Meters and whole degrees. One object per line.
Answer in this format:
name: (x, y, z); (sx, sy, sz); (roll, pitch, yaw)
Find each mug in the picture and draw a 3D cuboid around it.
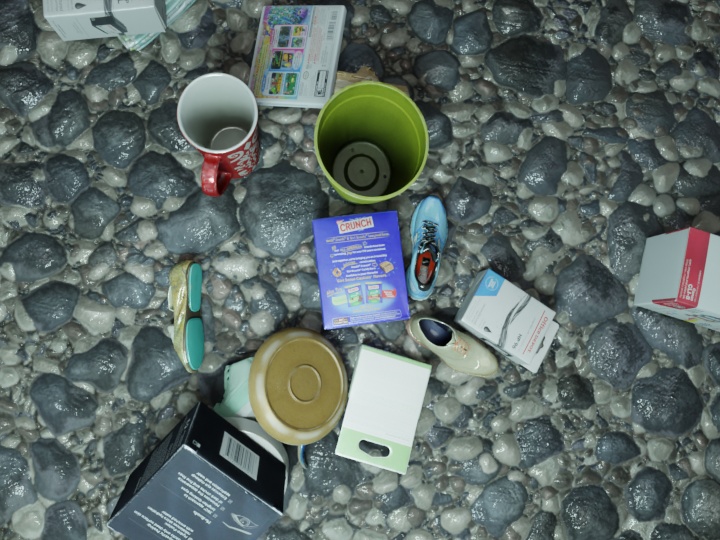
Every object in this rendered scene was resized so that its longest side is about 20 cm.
mug: (-0.255, -0.229, 1.026); (0.132, 0.200, 0.179); (37, 82, -1)

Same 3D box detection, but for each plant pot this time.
plant pot: (0.011, -0.206, 1.052); (0.194, 0.193, 0.207); (1, 83, -5)
plant pot: (-0.102, 0.200, 1.007); (0.195, 0.027, 0.206); (9, 73, -29)

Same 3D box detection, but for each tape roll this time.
tape roll: (-0.223, 0.354, 1.001); (0.196, 0.037, 0.209); (-1, 111, -3)

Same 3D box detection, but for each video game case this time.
video game case: (-0.127, -0.421, 1.120); (0.177, 0.024, 0.206); (7, 83, 17)

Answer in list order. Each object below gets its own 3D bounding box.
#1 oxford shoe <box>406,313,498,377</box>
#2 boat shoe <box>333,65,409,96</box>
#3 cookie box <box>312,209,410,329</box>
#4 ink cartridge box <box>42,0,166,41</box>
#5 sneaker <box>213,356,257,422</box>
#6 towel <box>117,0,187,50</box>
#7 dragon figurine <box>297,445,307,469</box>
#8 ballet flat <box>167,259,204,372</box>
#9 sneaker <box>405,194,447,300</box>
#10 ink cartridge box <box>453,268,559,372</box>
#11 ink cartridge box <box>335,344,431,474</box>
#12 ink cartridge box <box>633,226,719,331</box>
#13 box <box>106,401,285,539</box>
oxford shoe: (0.179, 0.148, 1.088); (0.196, 0.074, 0.072); (26, 82, -2)
boat shoe: (0.003, -0.369, 1.130); (0.193, 0.074, 0.072); (3, 89, -5)
cookie box: (0.000, 0.000, 1.087); (0.166, 0.075, 0.207); (-6, 84, -6)
ink cartridge box: (-0.469, -0.520, 1.050); (0.194, 0.084, 0.150); (-7, 82, -5)
sneaker: (-0.241, 0.247, 1.050); (0.199, 0.074, 0.120); (-39, 50, 11)
towel: (-0.433, -0.554, 1.122); (0.171, 0.048, 0.200); (45, 81, 0)
dragon figurine: (-0.094, 0.260, 1.056); (0.097, 0.059, 0.206); (-15, 84, -7)
ballet flat: (-0.327, 0.084, 1.057); (0.068, 0.071, 0.207); (-2, 84, -6)
sneaker: (0.135, -0.046, 1.098); (0.076, 0.090, 0.206); (8, 82, -5)
ink cartridge box: (0.295, 0.101, 1.108); (0.197, 0.068, 0.118); (32, 82, -2)
ink cartridge box: (0.042, 0.258, 1.076); (0.141, 0.048, 0.206); (16, 83, -3)
ink cartridge box: (0.673, 0.022, 1.115); (0.194, 0.145, 0.149); (16, 82, -3)
box: (-0.255, 0.359, 0.919); (0.196, 0.118, 0.200); (42, 103, -18)
